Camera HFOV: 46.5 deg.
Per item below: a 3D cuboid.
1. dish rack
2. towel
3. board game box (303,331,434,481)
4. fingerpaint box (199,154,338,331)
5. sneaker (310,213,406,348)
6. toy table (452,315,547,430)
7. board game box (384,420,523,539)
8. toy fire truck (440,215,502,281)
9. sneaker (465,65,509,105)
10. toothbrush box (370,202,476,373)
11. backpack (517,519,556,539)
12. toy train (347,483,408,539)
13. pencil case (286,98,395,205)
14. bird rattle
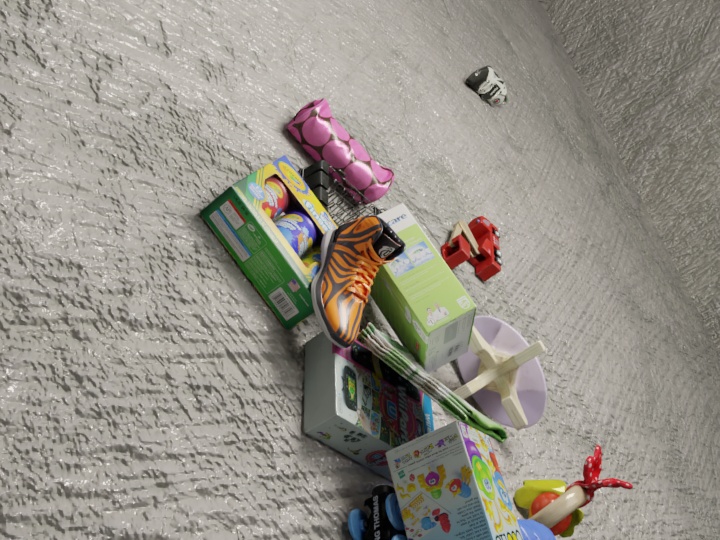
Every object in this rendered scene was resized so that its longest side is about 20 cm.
[{"bbox_3d":[-0.017,-0.077,1.357,0.199,0.054,0.155,38,36,-33],"label":"dish rack"},{"bbox_3d":[0.097,0.146,1.098,0.199,0.031,0.149,36,1,35],"label":"towel"},{"bbox_3d":[0.015,0.185,1.132,0.199,0.064,0.149,36,35,-33],"label":"board game box"},{"bbox_3d":[-0.103,-0.044,1.172,0.201,0.073,0.167,54,29,-5],"label":"fingerpaint box"},{"bbox_3d":[0.000,0.000,1.101,0.077,0.111,0.202,37,38,-38],"label":"sneaker"},{"bbox_3d":[0.225,0.168,1.363,0.200,0.184,0.117,49,12,12],"label":"toy table"},{"bbox_3d":[0.119,0.296,0.973,0.103,0.104,0.202,34,34,-53],"label":"board game box"},{"bbox_3d":[0.225,-0.055,1.694,0.141,0.049,0.201,40,33,-25],"label":"toy fire truck"},{"bbox_3d":[0.363,-0.506,2.318,0.199,0.074,0.089,-2,60,-56],"label":"sneaker"},{"bbox_3d":[0.076,0.029,1.220,0.201,0.085,0.146,55,-16,27],"label":"toothbrush box"},{"bbox_3d":[0.186,0.416,1.058,0.167,0.162,0.202,23,44,-39],"label":"backpack"},{"bbox_3d":[0.047,0.356,0.992,0.114,0.086,0.201,40,33,-37],"label":"toy train"},{"bbox_3d":[-0.031,-0.205,1.430,0.200,0.090,0.094,46,61,-18],"label":"pencil case"},{"bbox_3d":[0.312,0.365,1.279,0.162,0.200,0.113,-25,77,-35],"label":"bird rattle"}]
